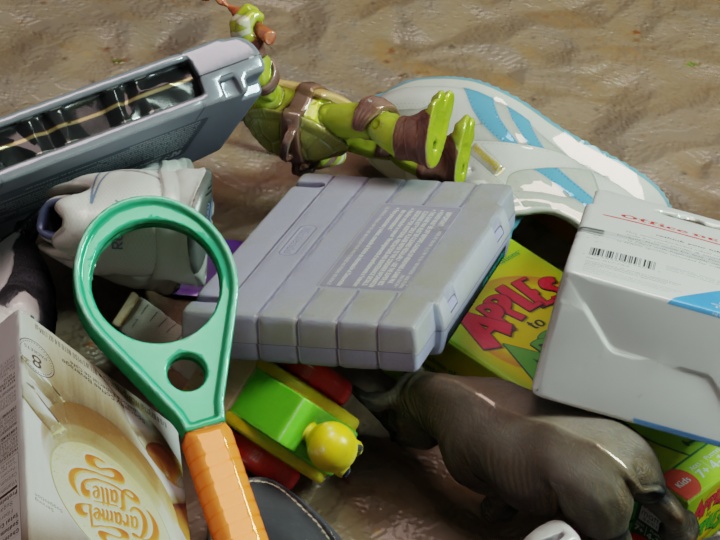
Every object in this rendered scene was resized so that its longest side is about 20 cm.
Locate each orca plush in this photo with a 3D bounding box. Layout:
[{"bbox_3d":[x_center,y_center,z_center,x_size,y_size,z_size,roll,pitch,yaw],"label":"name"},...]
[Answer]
[{"bbox_3d":[-0.187,0.057,1.392,0.105,0.071,0.200,-34,23,15],"label":"orca plush"}]

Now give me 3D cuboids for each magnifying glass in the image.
[{"bbox_3d":[-0.080,0.057,1.282,0.079,0.022,0.201,-15,72,-15],"label":"magnifying glass"}]

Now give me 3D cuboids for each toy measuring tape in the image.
[{"bbox_3d":[-0.057,0.064,1.405,0.073,0.074,0.200,-15,26,-31],"label":"toy measuring tape"}]

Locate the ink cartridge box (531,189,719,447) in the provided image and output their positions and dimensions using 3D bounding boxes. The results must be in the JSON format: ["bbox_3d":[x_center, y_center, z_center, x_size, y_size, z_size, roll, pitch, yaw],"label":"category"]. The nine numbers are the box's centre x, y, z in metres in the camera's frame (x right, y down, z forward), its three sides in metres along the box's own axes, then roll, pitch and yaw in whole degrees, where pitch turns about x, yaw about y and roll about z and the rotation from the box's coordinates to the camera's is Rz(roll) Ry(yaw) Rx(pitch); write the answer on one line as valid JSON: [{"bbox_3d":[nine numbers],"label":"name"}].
[{"bbox_3d":[0.158,0.022,1.388,0.115,0.068,0.200,16,16,5],"label":"ink cartridge box"}]

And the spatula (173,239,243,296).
[{"bbox_3d":[-0.019,-0.010,1.510,0.198,0.021,0.057,-7,36,7],"label":"spatula"}]

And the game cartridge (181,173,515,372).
[{"bbox_3d":[0.000,0.000,1.414,0.129,0.039,0.200,8,24,15],"label":"game cartridge"}]

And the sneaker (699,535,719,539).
[{"bbox_3d":[0.171,0.198,1.274,0.073,0.112,0.200,-24,5,5],"label":"sneaker"}]

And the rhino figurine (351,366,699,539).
[{"bbox_3d":[0.071,0.087,1.359,0.199,0.088,0.060,21,65,36],"label":"rhino figurine"}]

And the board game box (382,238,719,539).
[{"bbox_3d":[0.120,0.067,1.444,0.200,0.048,0.101,34,43,28],"label":"board game box"}]

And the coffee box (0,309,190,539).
[{"bbox_3d":[-0.138,0.130,1.227,0.114,0.080,0.201,39,24,-32],"label":"coffee box"}]

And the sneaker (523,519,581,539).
[{"bbox_3d":[0.084,0.199,1.243,0.088,0.081,0.200,-8,35,-15],"label":"sneaker"}]

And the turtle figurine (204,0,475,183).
[{"bbox_3d":[-0.025,-0.089,1.511,0.160,0.200,0.065,14,67,22],"label":"turtle figurine"}]

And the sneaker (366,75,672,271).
[{"bbox_3d":[0.079,-0.048,1.565,0.199,0.077,0.081,25,41,22],"label":"sneaker"}]

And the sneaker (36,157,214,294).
[{"bbox_3d":[-0.127,-0.028,1.420,0.086,0.075,0.200,4,-4,-9],"label":"sneaker"}]

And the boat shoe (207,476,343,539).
[{"bbox_3d":[-0.014,0.155,1.280,0.072,0.063,0.200,-9,41,-24],"label":"boat shoe"}]

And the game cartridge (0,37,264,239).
[{"bbox_3d":[-0.155,-0.061,1.447,0.199,0.133,0.041,-22,78,-23],"label":"game cartridge"}]
